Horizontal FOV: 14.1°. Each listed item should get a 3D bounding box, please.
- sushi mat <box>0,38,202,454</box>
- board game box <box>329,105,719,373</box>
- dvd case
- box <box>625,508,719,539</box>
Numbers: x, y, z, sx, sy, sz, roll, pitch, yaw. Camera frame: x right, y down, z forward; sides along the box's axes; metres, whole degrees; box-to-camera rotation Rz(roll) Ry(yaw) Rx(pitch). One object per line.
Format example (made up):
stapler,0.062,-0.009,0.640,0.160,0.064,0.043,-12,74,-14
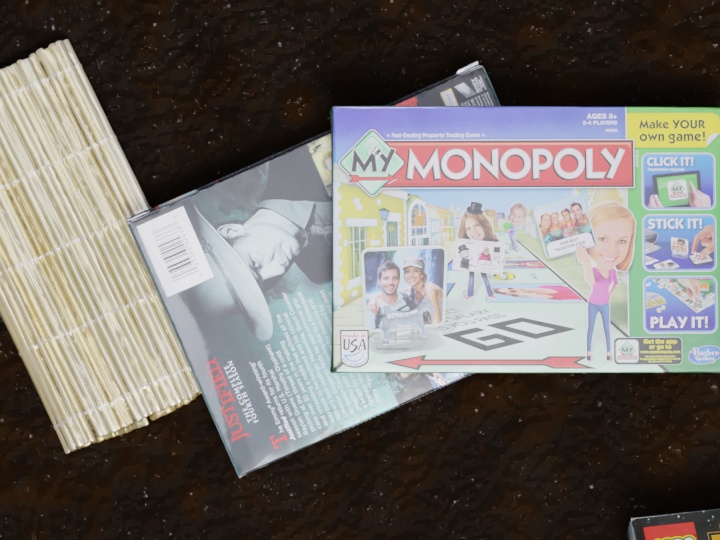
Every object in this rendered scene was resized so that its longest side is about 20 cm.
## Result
sushi mat,-0.150,-0.012,1.499,0.096,0.012,0.200,-26,88,1
board game box,0.084,-0.015,1.461,0.200,0.029,0.135,0,88,-2
dvd case,0.000,0.000,1.482,0.200,0.022,0.146,-25,88,-4
box,0.239,0.179,1.425,0.200,0.040,0.137,-5,59,-5
